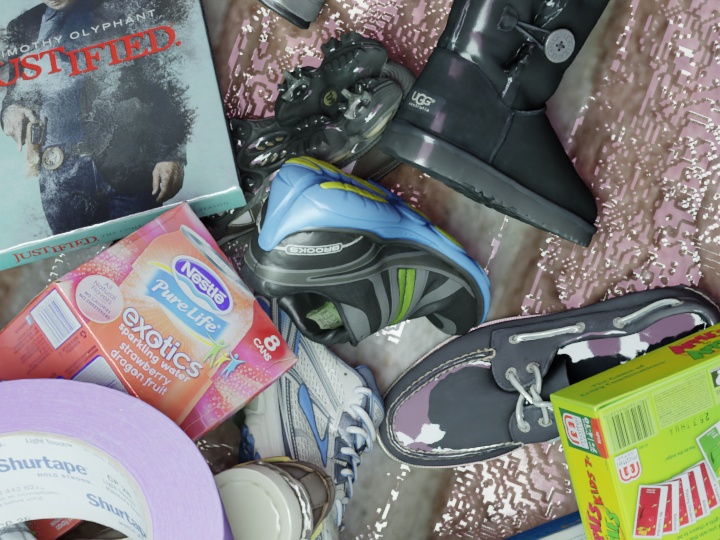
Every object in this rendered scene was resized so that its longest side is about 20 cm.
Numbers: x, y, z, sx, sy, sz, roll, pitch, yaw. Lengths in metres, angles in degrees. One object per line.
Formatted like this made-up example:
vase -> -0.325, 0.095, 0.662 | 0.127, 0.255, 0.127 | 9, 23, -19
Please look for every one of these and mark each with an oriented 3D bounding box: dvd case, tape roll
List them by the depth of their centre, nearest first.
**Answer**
tape roll -> -0.152, 0.144, 1.060 | 0.199, 0.066, 0.201 | -6, 47, 6
dvd case -> -0.148, -0.103, 1.277 | 0.146, 0.022, 0.201 | -14, 59, 3

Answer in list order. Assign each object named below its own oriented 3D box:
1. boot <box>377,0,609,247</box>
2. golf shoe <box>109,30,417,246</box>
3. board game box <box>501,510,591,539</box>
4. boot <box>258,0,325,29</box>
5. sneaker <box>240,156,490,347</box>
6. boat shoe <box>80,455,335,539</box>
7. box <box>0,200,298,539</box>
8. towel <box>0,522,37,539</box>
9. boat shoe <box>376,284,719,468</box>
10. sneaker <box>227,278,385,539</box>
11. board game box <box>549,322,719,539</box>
boot -> 0.108, -0.125, 1.251 | 0.066, 0.165, 0.201 | 24, 89, 39
golf shoe -> -0.045, -0.048, 1.290 | 0.200, 0.094, 0.078 | -24, 60, 27
board game box -> 0.093, 0.238, 1.234 | 0.200, 0.056, 0.196 | -15, 88, -37
boot -> 0.008, -0.178, 1.305 | 0.200, 0.070, 0.132 | 42, 100, 3
sneaker -> 0.000, 0.000, 1.240 | 0.071, 0.199, 0.083 | 39, 99, 31
boat shoe -> -0.098, 0.149, 1.204 | 0.200, 0.059, 0.072 | -32, 82, 29
box -> -0.133, 0.062, 1.223 | 0.095, 0.200, 0.103 | -34, 87, -39
towel -> -0.225, 0.180, 1.211 | 0.085, 0.166, 0.200 | -13, 133, -29
boat shoe -> 0.101, 0.055, 1.289 | 0.199, 0.063, 0.073 | -18, 88, 1
sneaker -> -0.023, 0.086, 1.266 | 0.085, 0.077, 0.201 | -11, 65, -12
board game box -> 0.203, 0.078, 1.245 | 0.200, 0.048, 0.102 | -21, 105, -22
